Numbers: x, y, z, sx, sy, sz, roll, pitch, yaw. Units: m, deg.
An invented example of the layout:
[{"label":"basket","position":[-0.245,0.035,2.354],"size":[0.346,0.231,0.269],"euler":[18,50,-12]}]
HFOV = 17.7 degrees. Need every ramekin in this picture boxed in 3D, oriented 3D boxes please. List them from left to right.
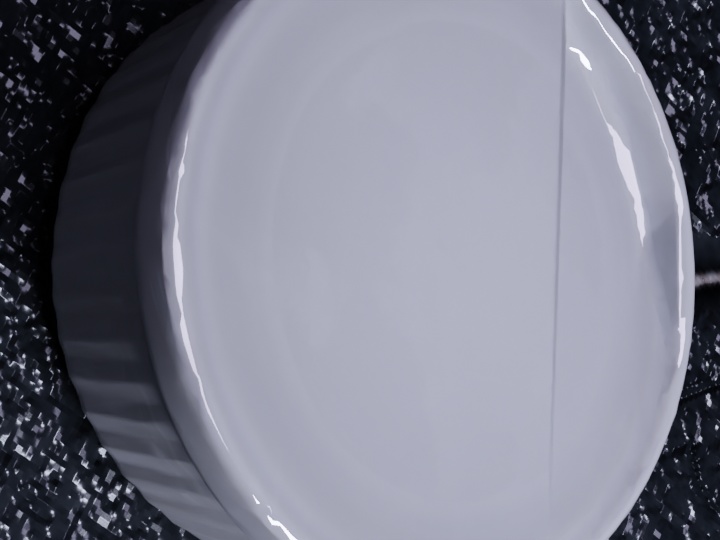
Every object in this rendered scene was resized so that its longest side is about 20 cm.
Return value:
[{"label":"ramekin","position":[0.000,0.000,0.684],"size":[0.201,0.094,0.204],"euler":[3,85,-39]}]
